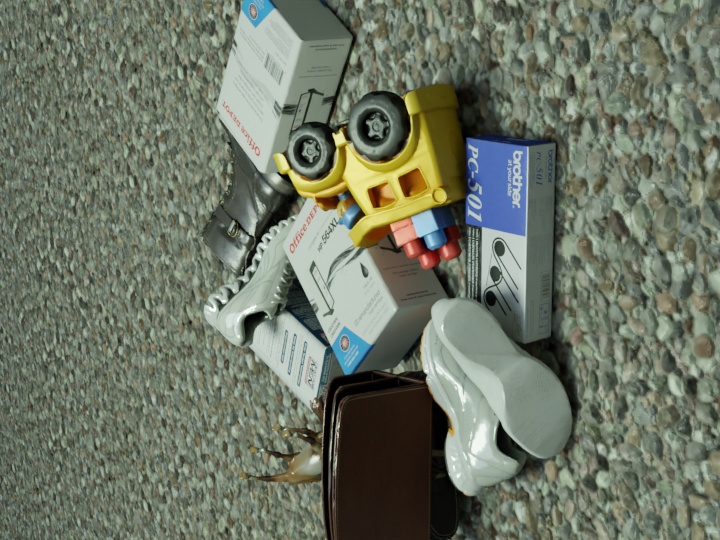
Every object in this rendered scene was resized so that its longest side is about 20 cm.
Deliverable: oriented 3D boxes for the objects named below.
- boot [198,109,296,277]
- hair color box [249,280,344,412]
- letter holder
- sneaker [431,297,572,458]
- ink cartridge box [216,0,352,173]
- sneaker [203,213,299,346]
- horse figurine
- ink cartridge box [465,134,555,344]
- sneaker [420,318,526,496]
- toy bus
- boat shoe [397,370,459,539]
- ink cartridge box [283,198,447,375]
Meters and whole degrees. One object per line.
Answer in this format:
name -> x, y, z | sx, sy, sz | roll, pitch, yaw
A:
boot -> -0.176, -0.108, 1.618 | 0.175, 0.069, 0.201 | -53, 56, 26
hair color box -> -0.085, 0.092, 1.583 | 0.200, 0.060, 0.102 | 40, 128, 44
letter holder -> -0.002, 0.226, 1.308 | 0.100, 0.140, 0.204 | 7, 99, 49
sneaker -> 0.144, 0.105, 1.218 | 0.201, 0.075, 0.088 | 53, 171, -11
ink cartridge box -> -0.101, -0.249, 1.500 | 0.147, 0.083, 0.202 | 53, 138, 34
sneaker -> -0.115, 0.014, 1.541 | 0.201, 0.075, 0.081 | -50, 53, 5
horse figurine -> -0.071, 0.240, 1.550 | 0.200, 0.131, 0.051 | -48, 38, 41
ink cartridge box -> 0.154, -0.034, 1.219 | 0.093, 0.044, 0.204 | 17, 111, 51
sneaker -> 0.132, 0.138, 1.288 | 0.091, 0.075, 0.203 | -23, 75, 33
toy bus -> 0.028, -0.089, 1.278 | 0.197, 0.135, 0.195 | -18, 91, 27
boat shoe -> 0.079, 0.216, 1.365 | 0.065, 0.072, 0.204 | -23, 79, 60
ink cartridge box -> 0.000, 0.000, 1.402 | 0.202, 0.083, 0.147 | 61, 141, 25
